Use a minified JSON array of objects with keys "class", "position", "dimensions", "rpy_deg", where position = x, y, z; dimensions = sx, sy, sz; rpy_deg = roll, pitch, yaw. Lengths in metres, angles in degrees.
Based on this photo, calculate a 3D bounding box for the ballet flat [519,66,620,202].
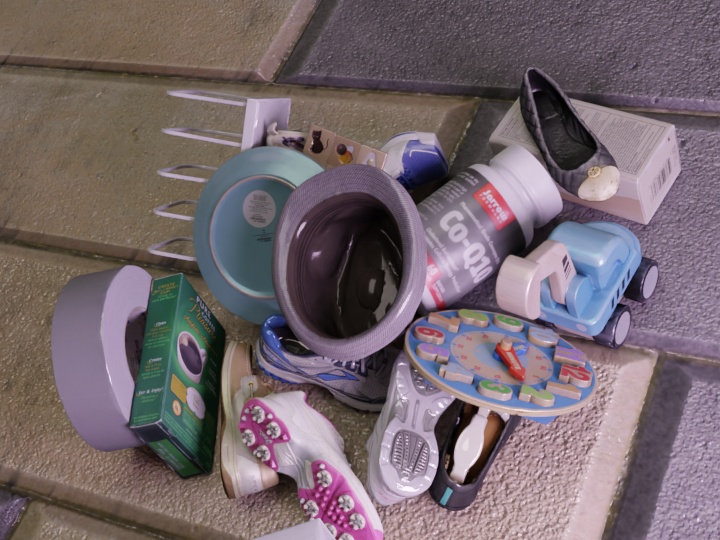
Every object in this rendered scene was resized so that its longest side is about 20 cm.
[{"class":"ballet flat","position":[0.223,-0.148,1.306],"dimensions":[0.066,0.057,0.201],"rpy_deg":[-30,49,3]}]

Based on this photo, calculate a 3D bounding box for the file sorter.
[{"class":"file sorter","position":[-0.170,-0.114,1.416],"dimensions":[0.123,0.139,0.203],"rpy_deg":[10,101,10]}]

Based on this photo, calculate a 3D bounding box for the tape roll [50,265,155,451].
[{"class":"tape roll","position":[-0.268,0.098,1.328],"dimensions":[0.065,0.201,0.202],"rpy_deg":[-11,49,14]}]

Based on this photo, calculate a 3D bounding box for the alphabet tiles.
[{"class":"alphabet tiles","position":[-0.042,-0.050,1.311],"dimensions":[0.165,0.006,0.202],"rpy_deg":[23,101,23]}]

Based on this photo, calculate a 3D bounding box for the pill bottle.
[{"class":"pill bottle","position":[0.123,-0.047,1.335],"dimensions":[0.199,0.114,0.114],"rpy_deg":[-37,48,-8]}]

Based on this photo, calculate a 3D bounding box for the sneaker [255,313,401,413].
[{"class":"sneaker","position":[-0.022,0.094,1.284],"dimensions":[0.197,0.086,0.078],"rpy_deg":[10,55,7]}]

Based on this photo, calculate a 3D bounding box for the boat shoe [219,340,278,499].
[{"class":"boat shoe","position":[-0.120,0.162,1.309],"dimensions":[0.065,0.074,0.202],"rpy_deg":[-5,49,-1]}]

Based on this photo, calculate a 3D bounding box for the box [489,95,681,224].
[{"class":"box","position":[0.259,-0.136,1.372],"dimensions":[0.199,0.078,0.095],"rpy_deg":[23,65,36]}]

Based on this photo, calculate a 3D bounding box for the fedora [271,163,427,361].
[{"class":"fedora","position":[0.000,0.000,1.229],"dimensions":[0.175,0.090,0.202],"rpy_deg":[-22,66,19]}]

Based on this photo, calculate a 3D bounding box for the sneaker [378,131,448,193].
[{"class":"sneaker","position":[0.013,-0.091,1.452],"dimensions":[0.197,0.081,0.116],"rpy_deg":[-11,53,24]}]

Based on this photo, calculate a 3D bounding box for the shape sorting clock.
[{"class":"shape sorting clock","position":[0.141,0.087,1.183],"dimensions":[0.197,0.040,0.201],"rpy_deg":[13,24,-6]}]

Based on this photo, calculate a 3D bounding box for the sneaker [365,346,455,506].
[{"class":"sneaker","position":[0.044,0.152,1.225],"dimensions":[0.077,0.099,0.201],"rpy_deg":[30,53,-8]}]

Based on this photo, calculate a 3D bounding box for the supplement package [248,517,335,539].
[{"class":"supplement package","position":[-0.096,0.337,1.090],"dimensions":[0.198,0.156,0.112],"rpy_deg":[-19,47,8]}]

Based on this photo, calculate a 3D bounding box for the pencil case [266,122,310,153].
[{"class":"pencil case","position":[-0.082,-0.067,1.373],"dimensions":[0.077,0.089,0.203],"rpy_deg":[14,99,52]}]

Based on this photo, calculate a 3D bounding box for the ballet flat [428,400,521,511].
[{"class":"ballet flat","position":[0.129,0.150,1.202],"dimensions":[0.067,0.069,0.201],"rpy_deg":[21,62,7]}]

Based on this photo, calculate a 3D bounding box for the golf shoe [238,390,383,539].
[{"class":"golf shoe","position":[-0.036,0.200,1.220],"dimensions":[0.200,0.076,0.091],"rpy_deg":[48,35,15]}]

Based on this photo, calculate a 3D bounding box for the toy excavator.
[{"class":"toy excavator","position":[0.210,0.003,1.198],"dimensions":[0.099,0.201,0.195],"rpy_deg":[18,62,34]}]

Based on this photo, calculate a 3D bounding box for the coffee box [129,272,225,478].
[{"class":"coffee box","position":[-0.203,0.118,1.340],"dimensions":[0.043,0.123,0.202],"rpy_deg":[-13,50,17]}]

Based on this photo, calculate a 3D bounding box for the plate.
[{"class":"plate","position":[-0.104,-0.037,1.315],"dimensions":[0.198,0.026,0.203],"rpy_deg":[2,96,21]}]
